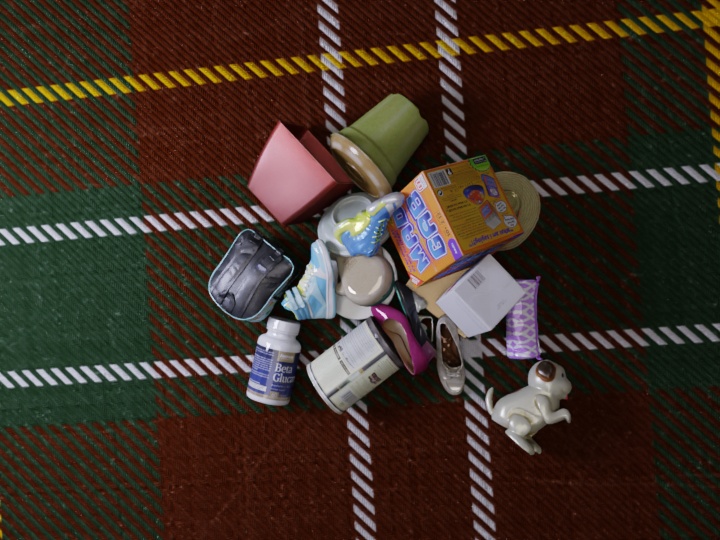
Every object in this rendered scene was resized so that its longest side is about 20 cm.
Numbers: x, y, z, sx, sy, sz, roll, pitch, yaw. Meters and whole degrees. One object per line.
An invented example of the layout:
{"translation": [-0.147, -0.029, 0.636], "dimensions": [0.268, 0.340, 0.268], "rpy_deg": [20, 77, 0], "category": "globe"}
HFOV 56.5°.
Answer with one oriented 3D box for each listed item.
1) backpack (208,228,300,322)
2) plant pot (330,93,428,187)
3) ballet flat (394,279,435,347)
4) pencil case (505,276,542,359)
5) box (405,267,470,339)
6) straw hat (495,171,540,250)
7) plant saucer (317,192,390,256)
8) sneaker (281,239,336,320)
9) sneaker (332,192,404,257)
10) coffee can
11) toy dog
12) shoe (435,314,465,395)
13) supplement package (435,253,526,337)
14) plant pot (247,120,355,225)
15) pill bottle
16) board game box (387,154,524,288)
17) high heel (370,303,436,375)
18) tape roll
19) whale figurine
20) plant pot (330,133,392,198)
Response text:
{"translation": [-0.264, 0.024, 1.643], "dimensions": [0.175, 0.153, 0.201], "rpy_deg": [36, 83, 7], "category": "backpack"}
{"translation": [0.059, -0.314, 1.608], "dimensions": [0.200, 0.200, 0.184], "rpy_deg": [43, 82, 5], "category": "plant pot"}
{"translation": [0.139, 0.110, 1.638], "dimensions": [0.072, 0.073, 0.203], "rpy_deg": [-17, 100, 5], "category": "ballet flat"}
{"translation": [0.391, 0.117, 1.605], "dimensions": [0.085, 0.083, 0.204], "rpy_deg": [-3, 90, 40], "category": "pencil case"}
{"translation": [0.227, 0.043, 1.656], "dimensions": [0.199, 0.021, 0.164], "rpy_deg": [37, 94, 5], "category": "box"}
{"translation": [0.342, -0.149, 1.613], "dimensions": [0.197, 0.085, 0.205], "rpy_deg": [0, 90, 6], "category": "straw hat"}
{"translation": [-0.015, -0.126, 1.615], "dimensions": [0.197, 0.050, 0.202], "rpy_deg": [-10, 51, 12], "category": "plant saucer"}
{"translation": [-0.129, 0.031, 1.591], "dimensions": [0.128, 0.080, 0.203], "rpy_deg": [-10, 110, -13], "category": "sneaker"}
{"translation": [0.035, -0.096, 1.508], "dimensions": [0.198, 0.076, 0.106], "rpy_deg": [-27, 95, 34], "category": "sneaker"}
{"translation": [-0.010, 0.228, 1.617], "dimensions": [0.199, 0.146, 0.147], "rpy_deg": [-37, 86, 5], "category": "coffee can"}
{"translation": [0.417, 0.308, 1.591], "dimensions": [0.193, 0.139, 0.201], "rpy_deg": [40, 95, 36], "category": "toy dog"}
{"translation": [0.215, 0.211, 1.632], "dimensions": [0.069, 0.053, 0.203], "rpy_deg": [-8, 98, 10], "category": "shoe"}
{"translation": [0.269, 0.063, 1.530], "dimensions": [0.121, 0.200, 0.120], "rpy_deg": [-44, 86, -11], "category": "supplement package"}
{"translation": [-0.155, -0.221, 1.623], "dimensions": [0.176, 0.200, 0.200], "rpy_deg": [-44, 85, 14], "category": "plant pot"}
{"translation": [-0.208, 0.221, 1.656], "dimensions": [0.109, 0.111, 0.203], "rpy_deg": [12, 91, 6], "category": "pill bottle"}
{"translation": [0.204, -0.110, 1.522], "dimensions": [0.198, 0.200, 0.202], "rpy_deg": [-19, 78, -33], "category": "board game box"}
{"translation": [0.085, 0.158, 1.583], "dimensions": [0.199, 0.096, 0.068], "rpy_deg": [38, 129, 16], "category": "high heel"}
{"translation": [-0.005, 0.021, 1.674], "dimensions": [0.199, 0.037, 0.207], "rpy_deg": [0, 89, 7], "category": "tape roll"}
{"translation": [0.000, 0.000, 1.620], "dimensions": [0.160, 0.104, 0.200], "rpy_deg": [-49, 61, 5], "category": "whale figurine"}
{"translation": [-0.005, -0.236, 1.568], "dimensions": [0.200, 0.200, 0.027], "rpy_deg": [45, 83, 5], "category": "plant pot"}
